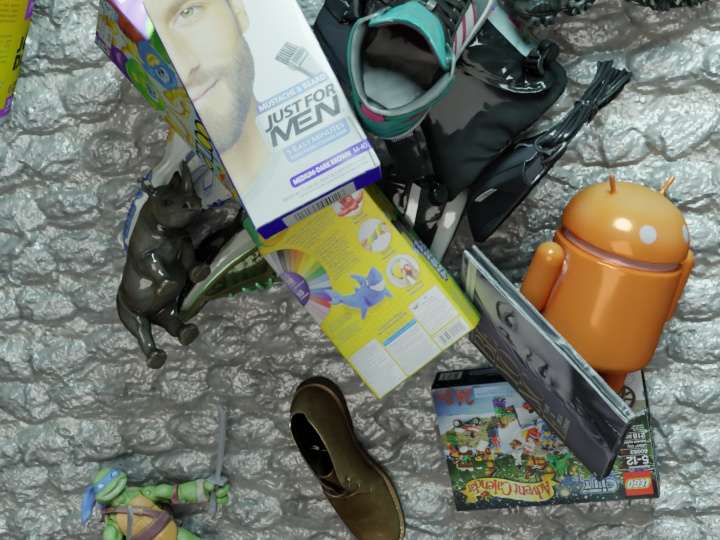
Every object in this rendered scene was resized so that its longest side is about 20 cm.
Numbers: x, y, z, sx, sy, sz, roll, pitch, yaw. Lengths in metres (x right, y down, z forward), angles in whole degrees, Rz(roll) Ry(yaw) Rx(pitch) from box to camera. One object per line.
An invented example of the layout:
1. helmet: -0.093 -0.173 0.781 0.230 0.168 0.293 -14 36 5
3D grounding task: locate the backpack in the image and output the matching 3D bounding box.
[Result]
1. backpack: 0.054 -0.178 1.067 0.200 0.127 0.167 44 102 -5

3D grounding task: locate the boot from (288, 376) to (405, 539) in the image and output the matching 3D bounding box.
1. boot: -0.019 0.210 1.270 0.073 0.076 0.201 -22 106 19

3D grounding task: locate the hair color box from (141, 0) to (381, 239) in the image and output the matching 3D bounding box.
1. hair color box: -0.075 -0.139 0.989 0.109 0.065 0.201 -28 83 0

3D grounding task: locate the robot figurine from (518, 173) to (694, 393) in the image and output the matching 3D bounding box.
1. robot figurine: 0.214 0.010 1.106 0.143 0.117 0.201 17 111 6

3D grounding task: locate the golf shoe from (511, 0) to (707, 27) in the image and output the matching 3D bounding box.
1. golf shoe: 0.206 -0.256 1.028 0.199 0.095 0.078 -7 127 -11

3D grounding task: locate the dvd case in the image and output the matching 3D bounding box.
1. dvd case: 0.154 0.084 1.110 0.016 0.149 0.200 -35 67 -15

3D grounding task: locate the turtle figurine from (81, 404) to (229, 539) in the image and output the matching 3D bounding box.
1. turtle figurine: -0.187 0.279 1.301 0.199 0.144 0.194 -27 107 25

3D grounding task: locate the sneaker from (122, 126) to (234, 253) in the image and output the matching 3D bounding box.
1. sneaker: -0.152 -0.077 1.185 0.088 0.075 0.201 30 116 0

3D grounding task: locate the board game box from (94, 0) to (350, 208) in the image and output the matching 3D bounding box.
1. board game box: -0.121 -0.170 1.086 0.103 0.105 0.200 -42 88 -20

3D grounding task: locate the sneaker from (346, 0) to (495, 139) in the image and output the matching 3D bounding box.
1. sneaker: 0.048 -0.190 0.941 0.083 0.121 0.201 25 99 2

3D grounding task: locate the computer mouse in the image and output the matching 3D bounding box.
1. computer mouse: 0.152 -0.109 1.088 0.046 0.140 0.200 42 153 4

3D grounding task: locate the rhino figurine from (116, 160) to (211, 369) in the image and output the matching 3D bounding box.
1. rhino figurine: -0.178 -0.014 1.147 0.087 0.060 0.201 47 135 36

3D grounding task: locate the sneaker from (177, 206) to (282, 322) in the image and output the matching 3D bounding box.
1. sneaker: -0.102 -0.003 1.211 0.088 0.077 0.200 36 121 -21

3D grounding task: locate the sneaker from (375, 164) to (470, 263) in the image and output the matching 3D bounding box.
1. sneaker: 0.016 -0.009 1.180 0.111 0.073 0.201 25 108 7

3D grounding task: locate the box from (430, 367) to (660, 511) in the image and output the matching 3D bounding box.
1. box: 0.178 0.157 1.219 0.199 0.038 0.137 -7 109 16

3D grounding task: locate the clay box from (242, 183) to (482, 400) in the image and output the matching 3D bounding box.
1. clay box: 0.000 0.000 1.122 0.115 0.048 0.200 -38 90 19

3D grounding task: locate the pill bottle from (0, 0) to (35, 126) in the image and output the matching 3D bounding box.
1. pill bottle: -0.351 -0.233 1.153 0.104 0.104 0.201 23 116 4
